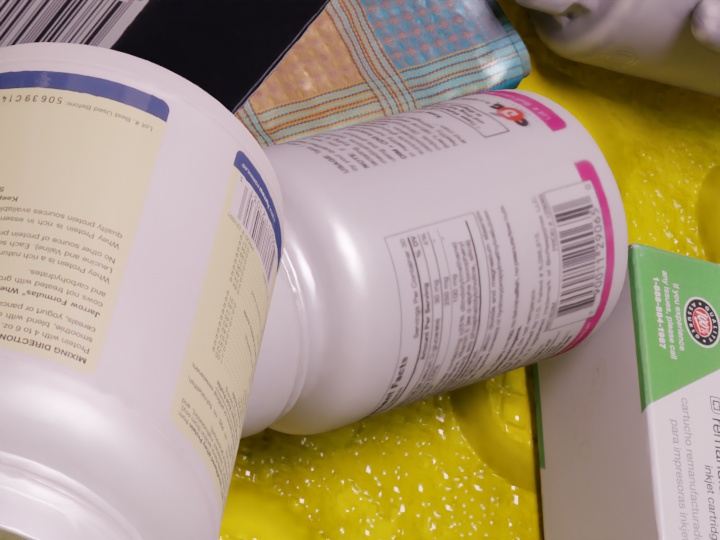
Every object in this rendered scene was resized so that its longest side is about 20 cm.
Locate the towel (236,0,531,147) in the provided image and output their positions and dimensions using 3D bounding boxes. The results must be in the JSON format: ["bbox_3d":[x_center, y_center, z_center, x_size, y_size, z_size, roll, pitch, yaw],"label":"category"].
[{"bbox_3d":[-0.027,-0.122,1.273,0.199,0.022,0.147,-19,77,-39],"label":"towel"}]

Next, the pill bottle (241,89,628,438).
[{"bbox_3d":[0.000,0.000,1.165,0.199,0.113,0.114,-16,75,-39],"label":"pill bottle"}]

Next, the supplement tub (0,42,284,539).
[{"bbox_3d":[-0.109,0.039,0.973,0.144,0.145,0.201,29,45,-18],"label":"supplement tub"}]

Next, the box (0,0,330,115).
[{"bbox_3d":[-0.134,-0.166,1.103,0.199,0.124,0.197,13,45,-37],"label":"box"}]

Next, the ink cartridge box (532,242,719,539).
[{"bbox_3d":[0.179,0.086,1.261,0.199,0.083,0.147,13,60,-30],"label":"ink cartridge box"}]

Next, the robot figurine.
[{"bbox_3d":[0.153,-0.141,1.346,0.199,0.113,0.170,11,31,-28],"label":"robot figurine"}]
